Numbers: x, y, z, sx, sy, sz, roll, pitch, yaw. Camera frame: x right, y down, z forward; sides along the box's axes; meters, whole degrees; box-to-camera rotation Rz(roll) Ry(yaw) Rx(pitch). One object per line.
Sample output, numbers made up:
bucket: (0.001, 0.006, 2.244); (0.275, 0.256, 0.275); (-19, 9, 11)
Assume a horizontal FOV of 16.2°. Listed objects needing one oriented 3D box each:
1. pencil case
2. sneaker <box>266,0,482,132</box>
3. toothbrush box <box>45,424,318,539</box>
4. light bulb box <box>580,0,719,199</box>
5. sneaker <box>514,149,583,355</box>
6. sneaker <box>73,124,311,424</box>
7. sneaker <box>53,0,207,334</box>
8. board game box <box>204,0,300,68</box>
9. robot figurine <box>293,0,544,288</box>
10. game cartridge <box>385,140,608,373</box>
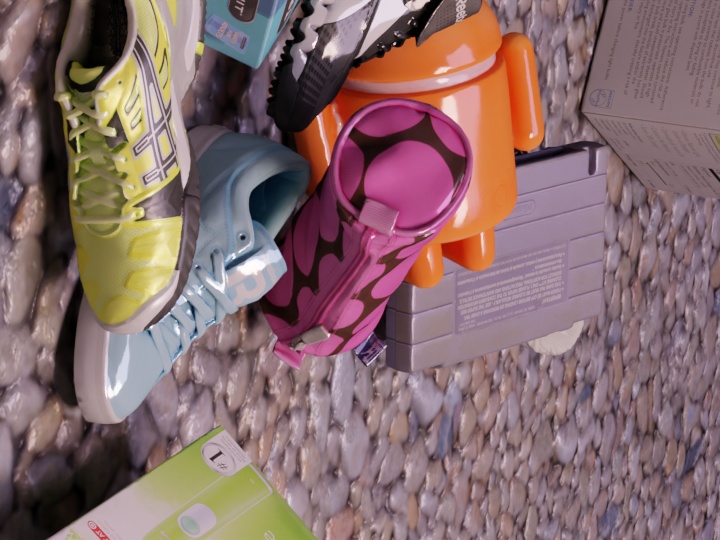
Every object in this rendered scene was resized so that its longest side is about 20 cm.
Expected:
pencil case: (-0.001, -0.017, 1.441); (0.094, 0.091, 0.200); (-52, 176, -28)
sneaker: (0.021, -0.157, 1.454); (0.201, 0.090, 0.066); (-61, 180, -13)
toothbrush box: (-0.097, 0.188, 1.315); (0.086, 0.146, 0.200); (-45, 172, 32)
light bulb box: (0.307, -0.137, 2.029); (0.198, 0.199, 0.126); (37, 65, -63)
sneaker: (0.099, -0.026, 1.798); (0.072, 0.072, 0.201); (-36, 123, -20)
sneaker: (-0.087, 0.000, 1.365); (0.201, 0.081, 0.074); (-66, 150, -31)
sneaker: (-0.127, -0.069, 1.283); (0.076, 0.075, 0.202); (6, 82, -58)
board game box: (-0.022, -0.232, 1.399); (0.151, 0.047, 0.201); (109, 7, -53)
robot figurine: (0.037, -0.094, 1.554); (0.117, 0.143, 0.201); (-70, 154, -65)
game cartridge: (0.092, -0.010, 1.718); (0.199, 0.038, 0.131); (-14, 115, -43)
